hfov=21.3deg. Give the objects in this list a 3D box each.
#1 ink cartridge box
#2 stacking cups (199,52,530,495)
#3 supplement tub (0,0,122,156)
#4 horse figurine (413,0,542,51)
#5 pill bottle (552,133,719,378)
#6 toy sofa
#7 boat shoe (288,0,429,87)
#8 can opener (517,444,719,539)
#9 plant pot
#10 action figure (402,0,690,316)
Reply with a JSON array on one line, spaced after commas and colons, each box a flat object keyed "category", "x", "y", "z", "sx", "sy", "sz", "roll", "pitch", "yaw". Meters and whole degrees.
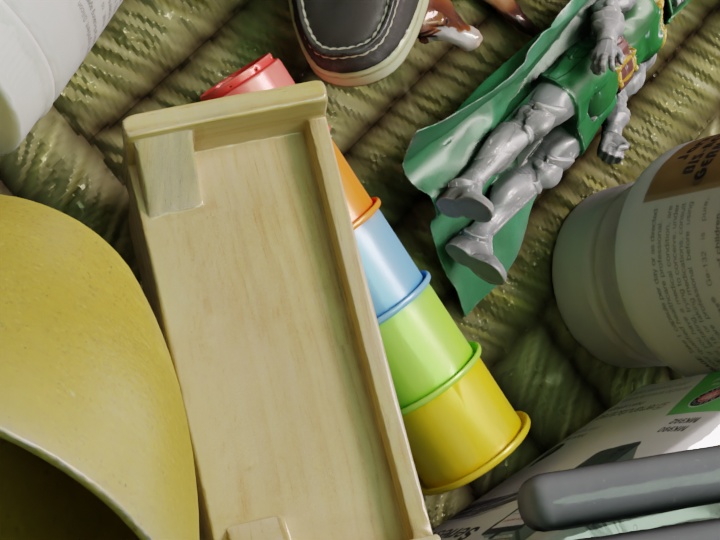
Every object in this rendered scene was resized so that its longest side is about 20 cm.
[{"category": "ink cartridge box", "x": 0.098, "y": 0.126, "z": 0.806, "sx": 0.199, "sy": 0.146, "sz": 0.084, "roll": -31, "pitch": 93, "yaw": -23}, {"category": "stacking cups", "x": 0.000, "y": 0.000, "z": 0.827, "sx": 0.060, "sy": 0.060, "sz": 0.201, "roll": -39, "pitch": 104, "yaw": -29}, {"category": "supplement tub", "x": -0.131, "y": -0.159, "z": 0.727, "sx": 0.132, "sy": 0.132, "sz": 0.201, "roll": 40, "pitch": 65, "yaw": -21}, {"category": "horse figurine", "x": 0.068, "y": -0.189, "z": 0.901, "sx": 0.132, "sy": 0.050, "sz": 0.201, "roll": 11, "pitch": 81, "yaw": -36}, {"category": "pill bottle", "x": 0.179, "y": -0.007, "z": 0.857, "sx": 0.114, "sy": 0.200, "sz": 0.115, "roll": 4, "pitch": 82, "yaw": -30}, {"category": "toy sofa", "x": -0.034, "y": 0.037, "z": 0.744, "sx": 0.082, "sy": 0.098, "sz": 0.201, "roll": -12, "pitch": 72, "yaw": -9}, {"category": "boat shoe", "x": -0.006, "y": -0.182, "z": 0.831, "sx": 0.066, "sy": 0.071, "sz": 0.202, "roll": 42, "pitch": 50, "yaw": -65}, {"category": "can opener", "x": 0.157, "y": 0.090, "z": 0.729, "sx": 0.199, "sy": 0.066, "sz": 0.053, "roll": -8, "pitch": 79, "yaw": -12}, {"category": "plant pot", "x": -0.142, "y": 0.057, "z": 0.678, "sx": 0.200, "sy": 0.200, "sz": 0.142, "roll": 37, "pitch": 39, "yaw": -22}, {"category": "action figure", "x": 0.100, "y": -0.083, "z": 0.888, "sx": 0.200, "sy": 0.054, "sz": 0.118, "roll": -51, "pitch": 148, "yaw": -28}]
